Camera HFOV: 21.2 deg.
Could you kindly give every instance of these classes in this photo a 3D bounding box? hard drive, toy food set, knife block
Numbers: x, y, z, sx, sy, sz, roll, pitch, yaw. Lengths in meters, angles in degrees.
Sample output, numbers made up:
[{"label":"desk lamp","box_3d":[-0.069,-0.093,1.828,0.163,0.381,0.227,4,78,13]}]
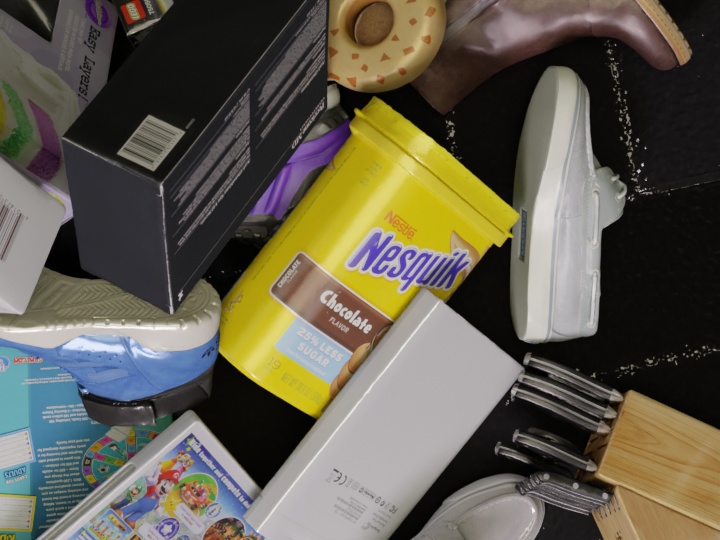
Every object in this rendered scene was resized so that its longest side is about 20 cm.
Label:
[{"label":"hard drive","box_3d":[0.019,0.119,1.349,0.200,0.132,0.027,-51,50,1]},{"label":"toy food set","box_3d":[-0.028,-0.226,1.334,0.197,0.049,0.201,9,94,15]},{"label":"knife block","box_3d":[0.203,0.123,1.377,0.200,0.064,0.176,-20,80,-17]}]

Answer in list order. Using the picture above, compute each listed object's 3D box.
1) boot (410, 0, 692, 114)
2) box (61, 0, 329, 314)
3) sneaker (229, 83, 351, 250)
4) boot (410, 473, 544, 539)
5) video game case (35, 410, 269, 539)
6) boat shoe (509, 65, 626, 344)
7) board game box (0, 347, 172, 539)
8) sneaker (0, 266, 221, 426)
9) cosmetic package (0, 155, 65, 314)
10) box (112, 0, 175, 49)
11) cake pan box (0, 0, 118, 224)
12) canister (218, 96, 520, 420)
[{"label":"boot","box_3d":[0.117,-0.172,1.372,0.200,0.072,0.166,42,102,-6]},{"label":"box","box_3d":[-0.100,-0.095,1.226,0.079,0.141,0.200,25,58,17]},{"label":"sneaker","box_3d":[-0.084,-0.045,1.354,0.200,0.070,0.100,-28,97,-1]},{"label":"boot","box_3d":[0.060,0.221,1.352,0.200,0.096,0.074,-37,105,-10]},{"label":"video game case","box_3d":[-0.155,0.202,1.309,0.200,0.018,0.143,-40,132,-5]},{"label":"boat shoe","box_3d":[0.150,-0.046,1.366,0.071,0.070,0.201,0,107,-12]},{"label":"board game box","box_3d":[-0.207,0.145,1.340,0.151,0.047,0.201,-2,94,-29]},{"label":"sneaker","box_3d":[-0.193,0.054,1.272,0.199,0.077,0.111,2,131,-4]},{"label":"cosmetic package","box_3d":[-0.298,-0.034,1.201,0.200,0.113,0.081,5,64,35]},{"label":"box","box_3d":[-0.168,-0.237,1.289,0.040,0.137,0.200,-23,83,0]},{"label":"cake pan box","box_3d":[-0.250,-0.148,1.260,0.052,0.200,0.184,-28,131,32]},{"label":"canister","box_3d":[0.000,0.000,1.330,0.200,0.087,0.148,-52,139,2]}]
